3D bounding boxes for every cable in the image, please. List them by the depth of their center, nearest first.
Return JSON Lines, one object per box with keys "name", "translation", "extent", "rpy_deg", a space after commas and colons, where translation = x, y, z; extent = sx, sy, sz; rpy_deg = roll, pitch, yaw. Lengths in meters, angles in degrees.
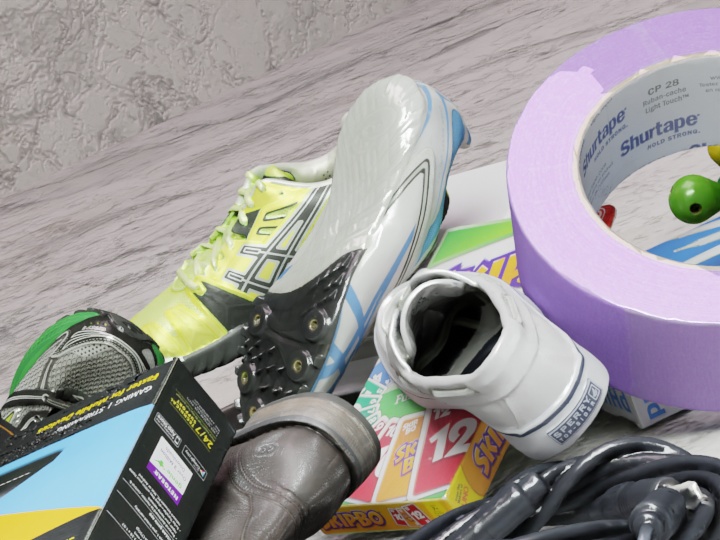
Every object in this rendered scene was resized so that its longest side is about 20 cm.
{"name": "cable", "translation": [0.057, 0.111, 1.124], "extent": [0.200, 0.051, 0.163], "rpy_deg": [-17, 11, 31]}

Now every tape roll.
{"name": "tape roll", "translation": [0.170, -0.031, 1.288], "extent": [0.200, 0.066, 0.200], "rpy_deg": [-4, 48, 5]}

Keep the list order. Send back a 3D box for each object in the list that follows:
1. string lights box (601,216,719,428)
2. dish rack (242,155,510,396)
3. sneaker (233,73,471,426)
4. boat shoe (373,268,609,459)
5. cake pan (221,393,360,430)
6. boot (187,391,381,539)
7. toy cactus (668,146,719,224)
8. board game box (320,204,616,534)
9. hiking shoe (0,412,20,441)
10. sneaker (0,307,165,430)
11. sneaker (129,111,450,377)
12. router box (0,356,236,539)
{"name": "string lights box", "translation": [0.199, 0.006, 1.364], "extent": [0.200, 0.059, 0.103], "rpy_deg": [-24, 12, -12]}
{"name": "dish rack", "translation": [0.030, -0.004, 1.502], "extent": [0.172, 0.044, 0.200], "rpy_deg": [-13, 26, 38]}
{"name": "sneaker", "translation": [0.000, 0.000, 1.400], "extent": [0.072, 0.072, 0.200], "rpy_deg": [19, 82, 50]}
{"name": "boat shoe", "translation": [0.045, 0.026, 1.250], "extent": [0.074, 0.065, 0.200], "rpy_deg": [-55, 23, -7]}
{"name": "cake pan", "translation": [-0.036, 0.095, 1.454], "extent": [0.200, 0.037, 0.200], "rpy_deg": [-21, 9, 4]}
{"name": "boot", "translation": [-0.087, 0.141, 1.211], "extent": [0.200, 0.069, 0.174], "rpy_deg": [-38, 10, 45]}
{"name": "toy cactus", "translation": [0.260, -0.047, 1.511], "extent": [0.200, 0.102, 0.165], "rpy_deg": [-26, -9, -13]}
{"name": "board game box", "translation": [0.051, 0.041, 1.338], "extent": [0.095, 0.030, 0.200], "rpy_deg": [-9, 40, 44]}
{"name": "hiking shoe", "translation": [-0.197, 0.115, 1.334], "extent": [0.101, 0.200, 0.076], "rpy_deg": [-59, 33, 21]}
{"name": "sneaker", "translation": [-0.166, 0.107, 1.425], "extent": [0.200, 0.078, 0.085], "rpy_deg": [-56, 6, 20]}
{"name": "sneaker", "translation": [-0.053, -0.013, 1.464], "extent": [0.200, 0.076, 0.075], "rpy_deg": [-34, 21, -7]}
{"name": "router box", "translation": [-0.160, 0.131, 1.186], "extent": [0.200, 0.051, 0.149], "rpy_deg": [-26, 23, 30]}
